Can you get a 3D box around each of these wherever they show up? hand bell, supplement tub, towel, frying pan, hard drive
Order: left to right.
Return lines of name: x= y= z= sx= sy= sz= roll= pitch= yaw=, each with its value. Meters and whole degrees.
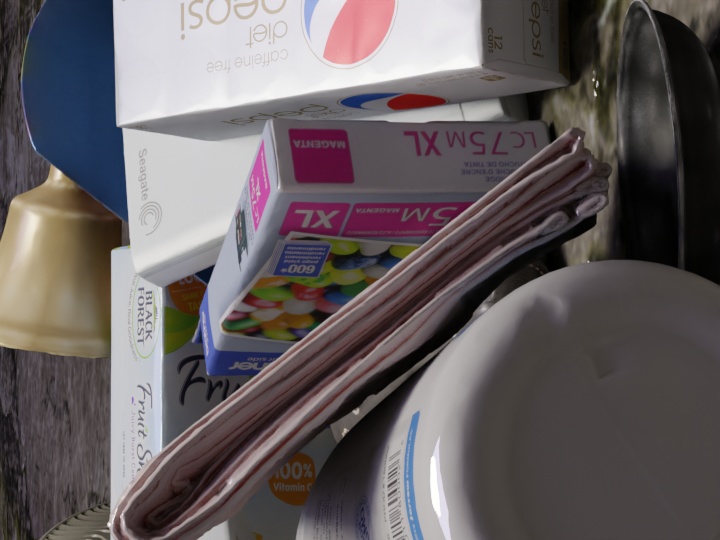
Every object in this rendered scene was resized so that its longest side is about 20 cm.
hand bell: x=-0.139 y=-0.065 z=1.273 sx=0.104 sy=0.104 sz=0.201 roll=-145 pitch=63 yaw=-74
hard drive: x=-0.022 y=-0.087 z=1.145 sx=0.199 sy=0.027 sz=0.132 roll=-23 pitch=59 yaw=30
towel: x=0.004 y=0.026 z=0.878 sx=0.032 sy=0.191 sz=0.200 roll=52 pitch=-178 yaw=3
supplement tub: x=0.059 y=0.082 z=0.835 sx=0.200 sy=0.131 sz=0.133 roll=132 pitch=137 yaw=-71
frying pan: x=0.102 y=-0.002 z=0.875 sx=0.115 sy=0.031 sz=0.191 roll=-98 pitch=5 yaw=-53

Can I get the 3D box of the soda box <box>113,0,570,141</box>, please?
soda box: x=-0.011 y=-0.099 z=1.068 sx=0.199 sy=0.064 sz=0.068 roll=-6 pitch=82 yaw=40

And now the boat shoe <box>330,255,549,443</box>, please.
boat shoe: x=0.030 y=0.050 z=1.101 sx=0.200 sy=0.067 sz=0.057 roll=118 pitch=155 yaw=-55

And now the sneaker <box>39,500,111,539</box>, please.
sneaker: x=-0.077 y=0.167 z=1.324 sx=0.075 sy=0.199 sz=0.107 roll=3 pitch=99 yaw=47

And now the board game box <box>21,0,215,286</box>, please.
board game box: x=-0.076 y=-0.062 z=1.248 sx=0.158 sy=0.200 sz=0.039 roll=-56 pitch=6 yaw=-37

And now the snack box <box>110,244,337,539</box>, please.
snack box: x=-0.051 y=0.091 z=1.260 sx=0.053 sy=0.142 sz=0.201 roll=-8 pitch=80 yaw=52

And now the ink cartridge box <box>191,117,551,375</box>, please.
ink cartridge box: x=0.000 y=0.000 z=1.113 sx=0.200 sy=0.119 sz=0.042 roll=118 pitch=149 yaw=-61

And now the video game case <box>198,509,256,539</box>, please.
video game case: x=-0.029 y=0.213 z=1.051 sx=0.182 sy=0.023 sz=0.201 roll=69 pitch=-172 yaw=-50
